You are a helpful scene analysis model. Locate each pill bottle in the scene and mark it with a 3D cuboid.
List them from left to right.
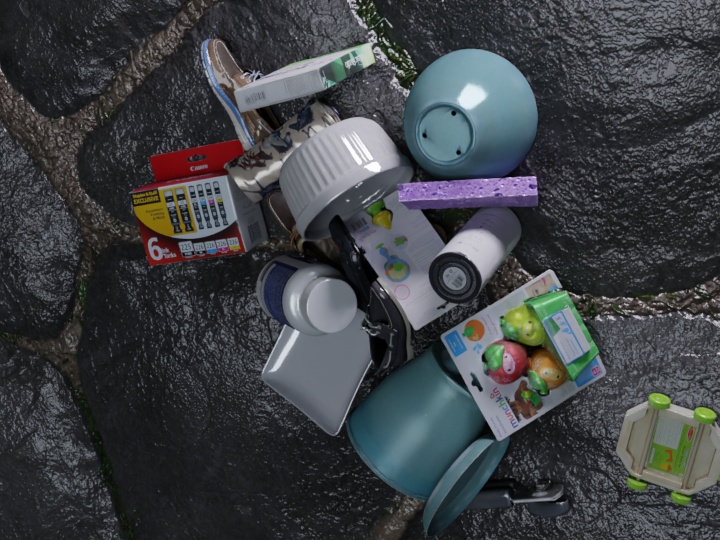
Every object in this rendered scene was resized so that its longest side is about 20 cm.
[{"bbox_3d":[-0.081,0.040,1.713,0.200,0.110,0.112,18,123,65],"label":"pill bottle"}]

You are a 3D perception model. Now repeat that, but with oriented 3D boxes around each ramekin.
[{"bbox_3d":[-0.028,-0.142,1.664,0.200,0.200,0.105,-38,77,29],"label":"ramekin"}]

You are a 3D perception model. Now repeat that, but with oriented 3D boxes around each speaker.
[{"bbox_3d":[0.170,-0.028,1.610,0.081,0.200,0.082,10,117,21],"label":"speaker"}]

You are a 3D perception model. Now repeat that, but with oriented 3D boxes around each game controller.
[{"bbox_3d":[0.000,0.000,1.674,0.042,0.200,0.105,-20,55,2],"label":"game controller"}]

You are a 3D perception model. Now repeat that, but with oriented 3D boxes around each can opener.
[{"bbox_3d":[0.240,0.380,1.803,0.199,0.053,0.067,-11,102,28],"label":"can opener"}]

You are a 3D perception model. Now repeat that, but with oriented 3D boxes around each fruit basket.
[{"bbox_3d":[0.247,0.126,1.645,0.199,0.094,0.186,-30,95,-12],"label":"fruit basket"}]

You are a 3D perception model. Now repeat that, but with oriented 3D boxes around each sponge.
[{"bbox_3d":[0.158,-0.111,1.610,0.198,0.112,0.030,-2,86,8],"label":"sponge"}]

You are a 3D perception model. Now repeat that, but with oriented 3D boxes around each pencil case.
[{"bbox_3d":[-0.119,-0.188,1.722,0.199,0.078,0.090,-35,68,12],"label":"pencil case"}]

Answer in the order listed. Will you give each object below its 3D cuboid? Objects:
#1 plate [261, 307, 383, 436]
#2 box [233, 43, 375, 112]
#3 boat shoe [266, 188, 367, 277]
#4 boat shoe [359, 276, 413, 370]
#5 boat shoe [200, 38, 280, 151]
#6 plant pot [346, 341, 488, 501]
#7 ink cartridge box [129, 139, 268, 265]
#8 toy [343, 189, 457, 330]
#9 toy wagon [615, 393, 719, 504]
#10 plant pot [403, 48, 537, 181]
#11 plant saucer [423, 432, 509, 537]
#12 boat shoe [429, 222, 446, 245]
[{"bbox_3d":[-0.056,0.138,1.806,0.199,0.032,0.201,32,100,37],"label":"plate"},{"bbox_3d":[-0.079,-0.286,1.631,0.143,0.200,0.037,-10,108,27],"label":"box"},{"bbox_3d":[-0.079,-0.061,1.780,0.200,0.072,0.072,44,119,4],"label":"boat shoe"},{"bbox_3d":[0.034,0.087,1.646,0.073,0.062,0.200,54,168,34],"label":"boat shoe"},{"bbox_3d":[-0.181,-0.284,1.757,0.072,0.072,0.201,-20,108,23],"label":"boat shoe"},{"bbox_3d":[0.111,0.222,1.735,0.200,0.200,0.188,39,111,7],"label":"plant pot"},{"bbox_3d":[-0.275,-0.112,1.843,0.199,0.084,0.177,-8,104,26],"label":"ink cartridge box"},{"bbox_3d":[0.073,-0.015,1.673,0.115,0.047,0.201,-31,78,-13],"label":"toy"},{"bbox_3d":[0.490,0.275,1.664,0.199,0.040,0.156,16,114,17],"label":"toy wagon"},{"bbox_3d":[0.143,-0.209,1.596,0.199,0.135,0.202,8,110,21],"label":"plant pot"},{"bbox_3d":[0.158,0.325,1.709,0.027,0.200,0.201,37,119,22],"label":"plant saucer"},{"bbox_3d":[0.086,0.012,1.747,0.073,0.063,0.201,38,116,25],"label":"boat shoe"}]
